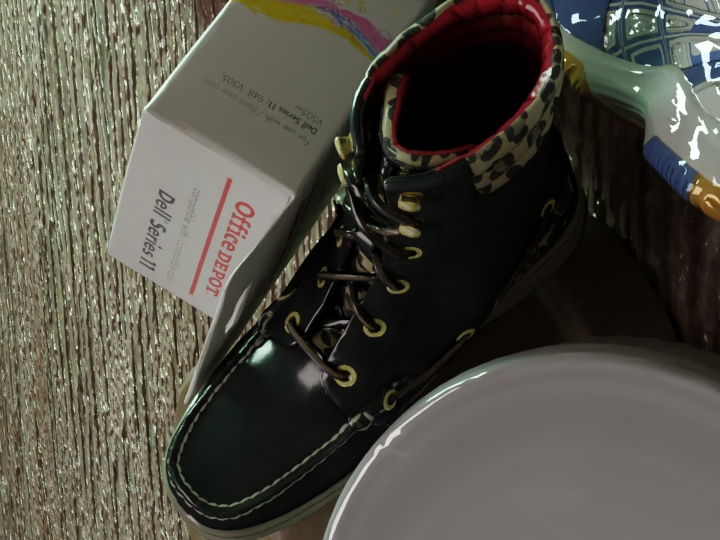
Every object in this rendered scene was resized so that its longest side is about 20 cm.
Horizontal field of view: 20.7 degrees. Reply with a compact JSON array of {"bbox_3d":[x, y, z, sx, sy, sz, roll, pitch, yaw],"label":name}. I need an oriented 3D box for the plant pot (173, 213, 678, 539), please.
[{"bbox_3d":[0.021,0.081,0.835,0.200,0.174,0.200,39,135,54],"label":"plant pot"}]

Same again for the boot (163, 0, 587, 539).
[{"bbox_3d":[0.000,-0.002,0.697,0.073,0.204,0.154,43,167,20],"label":"boot"}]

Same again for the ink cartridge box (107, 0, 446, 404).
[{"bbox_3d":[-0.036,-0.058,0.774,0.067,0.200,0.117,31,149,3],"label":"ink cartridge box"}]

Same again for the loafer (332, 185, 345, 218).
[{"bbox_3d":[-0.003,0.019,0.983,0.073,0.071,0.200,56,146,41],"label":"loafer"}]

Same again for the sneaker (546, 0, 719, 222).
[{"bbox_3d":[0.127,-0.079,0.687,0.088,0.075,0.200,-59,30,14],"label":"sneaker"}]

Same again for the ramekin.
[{"bbox_3d":[0.090,0.115,0.693,0.094,0.202,0.203,-36,-58,-68],"label":"ramekin"}]
